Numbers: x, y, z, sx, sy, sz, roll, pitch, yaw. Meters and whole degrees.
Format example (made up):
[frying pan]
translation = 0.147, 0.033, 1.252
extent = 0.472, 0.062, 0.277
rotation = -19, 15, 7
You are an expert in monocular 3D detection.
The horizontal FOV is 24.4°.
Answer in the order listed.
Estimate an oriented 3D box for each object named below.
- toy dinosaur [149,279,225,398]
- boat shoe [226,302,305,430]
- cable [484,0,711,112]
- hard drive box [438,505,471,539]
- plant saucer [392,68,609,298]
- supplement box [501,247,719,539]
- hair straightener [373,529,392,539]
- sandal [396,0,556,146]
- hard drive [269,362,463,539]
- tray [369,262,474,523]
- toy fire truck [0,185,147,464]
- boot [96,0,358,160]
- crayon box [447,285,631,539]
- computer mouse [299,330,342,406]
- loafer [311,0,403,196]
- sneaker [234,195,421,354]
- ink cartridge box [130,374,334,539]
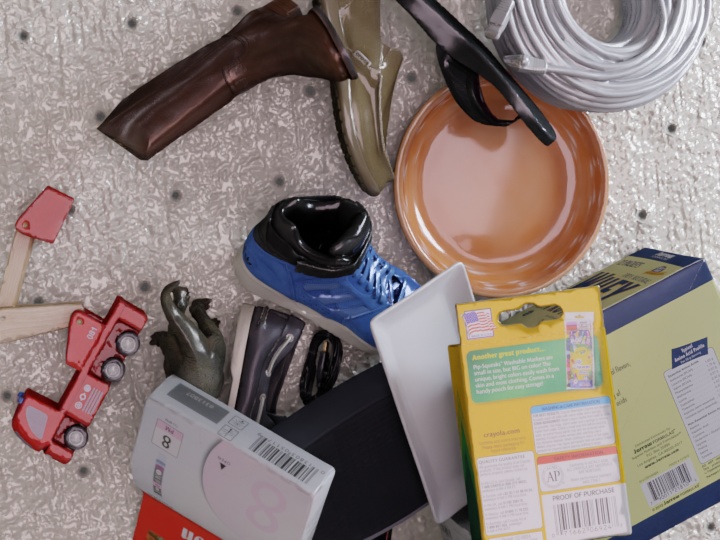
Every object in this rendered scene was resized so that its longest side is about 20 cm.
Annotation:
[toy dinosaur]
translation = -0.138, 0.076, 1.392
extent = 0.076, 0.201, 0.103
rotation = -5, 58, -21
[boat shoe]
translation = -0.087, 0.132, 1.434
extent = 0.062, 0.073, 0.203
rotation = 7, 88, -2
[cable]
translation = 0.207, -0.235, 1.454
extent = 0.198, 0.069, 0.202
rotation = 22, 76, -14
[hard drive box]
translation = 0.142, 0.300, 1.455
extent = 0.076, 0.156, 0.202
rotation = -17, 98, -9
[plant saucer]
translation = 0.123, -0.077, 1.482
extent = 0.197, 0.037, 0.203
rotation = -1, 94, -11
[supplement box]
translation = 0.233, 0.114, 1.469
extent = 0.198, 0.134, 0.202
rotation = -26, 99, -9
[hair straightener]
translation = -0.003, 0.213, 1.473
extent = 0.076, 0.041, 0.203
rotation = 2, 102, -37
[sandal]
translation = 0.088, -0.173, 1.423
extent = 0.200, 0.075, 0.048
rotation = 45, 105, 3
[hard drive]
translation = 0.013, 0.157, 1.410
extent = 0.199, 0.042, 0.136
rotation = -27, 114, -29
[tray]
translation = 0.069, 0.103, 1.401
extent = 0.107, 0.022, 0.202
rotation = -32, 116, -30
[toy fire truck]
translation = -0.259, 0.046, 1.406
extent = 0.140, 0.049, 0.201
rotation = 30, 89, -12
[boot]
translation = -0.113, -0.143, 1.358
extent = 0.199, 0.186, 0.065
rotation = -32, 115, -10
[crayon box]
translation = 0.143, 0.120, 1.349
extent = 0.124, 0.052, 0.203
rotation = -7, 88, -9
[computer mouse]
translation = -0.044, 0.152, 1.444
extent = 0.034, 0.058, 0.203
rotation = 9, 81, -41
[loafer]
translation = 0.006, -0.166, 1.430
extent = 0.067, 0.076, 0.203
rotation = -12, 97, -4
[sneaker]
translation = 0.000, 0.001, 1.416
extent = 0.198, 0.111, 0.077
rotation = 24, 53, -11
[ink cartridge box]
translation = -0.118, 0.206, 1.367
extent = 0.161, 0.057, 0.202
rotation = 28, 121, 15
